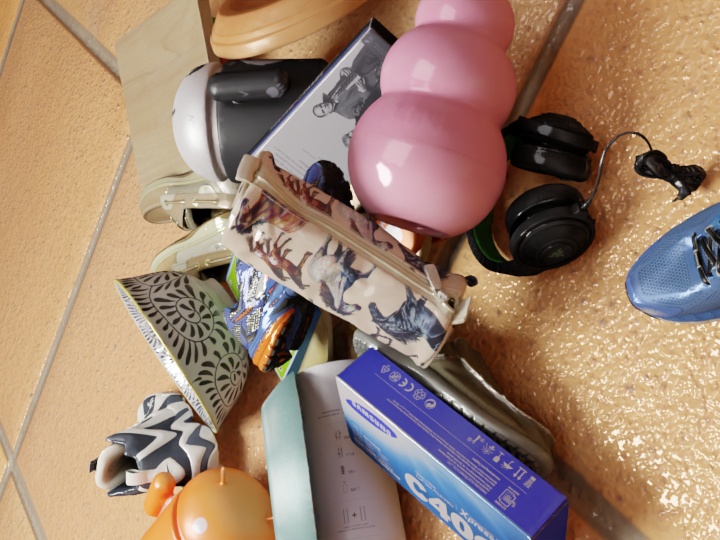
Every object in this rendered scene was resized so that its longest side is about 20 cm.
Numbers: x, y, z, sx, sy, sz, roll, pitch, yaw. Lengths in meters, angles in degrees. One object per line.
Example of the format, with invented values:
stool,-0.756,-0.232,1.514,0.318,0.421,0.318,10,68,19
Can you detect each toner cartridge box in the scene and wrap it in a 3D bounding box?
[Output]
toner cartridge box,0.066,0.151,0.646,0.199,0.043,0.096,35,149,35

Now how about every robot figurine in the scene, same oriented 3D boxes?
robot figurine,-0.163,0.285,0.875,0.200,0.116,0.145,-49,49,29
robot figurine,-0.089,-0.152,0.845,0.125,0.197,0.152,-83,-9,-52

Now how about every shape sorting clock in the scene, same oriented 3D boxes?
shape sorting clock,-0.081,0.023,0.850,0.199,0.039,0.202,32,130,46

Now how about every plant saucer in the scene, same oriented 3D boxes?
plant saucer,-0.065,0.195,0.762,0.200,0.035,0.203,173,90,-84
plant saucer,-0.069,-0.283,0.860,0.198,0.038,0.201,-19,33,12

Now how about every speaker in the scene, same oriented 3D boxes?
speaker,-0.008,0.185,0.754,0.081,0.081,0.202,-29,62,40

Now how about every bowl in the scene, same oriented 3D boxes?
bowl,-0.180,0.071,0.933,0.201,0.094,0.201,48,160,23

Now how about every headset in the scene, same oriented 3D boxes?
headset,0.159,-0.061,0.647,0.199,0.093,0.125,-15,68,61

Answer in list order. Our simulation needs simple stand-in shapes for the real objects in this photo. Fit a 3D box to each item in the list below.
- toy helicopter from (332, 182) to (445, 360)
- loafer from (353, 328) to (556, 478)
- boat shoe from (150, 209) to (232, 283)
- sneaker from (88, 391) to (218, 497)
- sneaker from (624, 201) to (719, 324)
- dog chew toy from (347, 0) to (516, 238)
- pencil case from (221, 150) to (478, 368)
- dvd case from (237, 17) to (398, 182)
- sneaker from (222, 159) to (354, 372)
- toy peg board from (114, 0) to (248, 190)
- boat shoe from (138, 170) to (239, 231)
toy helicopter,0.000,0.000,0.780,0.131,0.079,0.202,28,119,25
loafer,0.081,0.089,0.678,0.070,0.076,0.199,-41,57,-22
boat shoe,-0.186,-0.012,0.997,0.199,0.074,0.067,-26,88,49
sneaker,-0.258,0.201,0.969,0.199,0.128,0.081,29,119,53
sneaker,0.246,-0.029,0.515,0.199,0.088,0.079,-34,57,38
dog chew toy,0.064,-0.131,0.645,0.124,0.124,0.203,13,86,48
pencil case,-0.012,-0.010,0.625,0.078,0.199,0.090,-62,6,-37
dvd case,0.001,-0.109,0.763,0.200,0.150,0.025,-38,25,35
sneaker,-0.070,-0.008,0.727,0.078,0.075,0.202,32,113,17
toy peg board,-0.208,-0.223,1.069,0.199,0.097,0.202,-12,89,46
boat shoe,-0.212,-0.080,1.043,0.198,0.072,0.066,-12,72,40
